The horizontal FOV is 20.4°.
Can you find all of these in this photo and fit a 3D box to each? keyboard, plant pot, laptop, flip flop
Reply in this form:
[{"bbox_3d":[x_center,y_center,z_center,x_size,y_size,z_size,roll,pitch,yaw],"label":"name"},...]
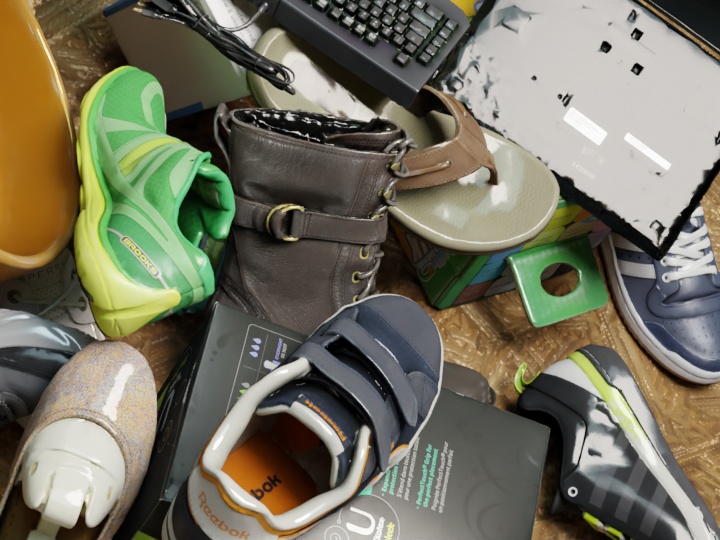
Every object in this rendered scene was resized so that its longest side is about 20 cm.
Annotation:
[{"bbox_3d":[-0.046,-0.159,1.117,0.199,0.021,0.127,34,61,4],"label":"keyboard"},{"bbox_3d":[-0.275,-0.068,1.043,0.201,0.182,0.201,55,24,-39],"label":"plant pot"},{"bbox_3d":[0.157,-0.129,1.247,0.177,0.103,0.201,34,80,0],"label":"laptop"},{"bbox_3d":[0.027,-0.078,1.134,0.199,0.058,0.081,34,68,-12],"label":"flip flop"}]

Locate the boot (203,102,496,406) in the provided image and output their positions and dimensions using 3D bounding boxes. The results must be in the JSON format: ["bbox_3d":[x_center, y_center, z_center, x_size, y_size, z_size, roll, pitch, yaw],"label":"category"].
[{"bbox_3d":[0.000,0.000,1.115,0.198,0.175,0.069,12,26,-8],"label":"boot"}]

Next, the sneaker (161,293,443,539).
[{"bbox_3d":[-0.013,0.072,0.974,0.078,0.080,0.200,39,53,4],"label":"sneaker"}]

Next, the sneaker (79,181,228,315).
[{"bbox_3d":[-0.099,-0.005,1.186,0.199,0.077,0.080,32,81,-7],"label":"sneaker"}]

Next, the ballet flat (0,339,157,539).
[{"bbox_3d":[-0.155,0.132,0.999,0.068,0.067,0.201,22,95,-7],"label":"ballet flat"}]

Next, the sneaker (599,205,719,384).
[{"bbox_3d":[0.207,-0.033,1.302,0.070,0.109,0.201,-9,65,-27],"label":"sneaker"}]

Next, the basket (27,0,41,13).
[{"bbox_3d":[-0.247,-0.208,1.184,0.142,0.149,0.201,20,53,-11],"label":"basket"}]

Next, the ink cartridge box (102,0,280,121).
[{"bbox_3d":[-0.039,-0.180,1.232,0.199,0.144,0.085,-33,102,-26],"label":"ink cartridge box"}]

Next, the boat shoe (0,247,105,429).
[{"bbox_3d":[-0.188,0.013,1.123,0.070,0.069,0.201,-24,73,-34],"label":"boat shoe"}]

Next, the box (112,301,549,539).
[{"bbox_3d":[-0.022,0.131,1.074,0.198,0.149,0.125,20,55,-11],"label":"box"}]

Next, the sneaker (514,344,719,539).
[{"bbox_3d":[0.155,0.142,1.213,0.082,0.072,0.201,-25,70,-8],"label":"sneaker"}]

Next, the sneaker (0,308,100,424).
[{"bbox_3d":[-0.225,0.084,1.044,0.198,0.076,0.115,3,64,6],"label":"sneaker"}]

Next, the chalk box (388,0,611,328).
[{"bbox_3d":[0.094,-0.063,1.261,0.124,0.124,0.201,-16,68,-30],"label":"chalk box"}]

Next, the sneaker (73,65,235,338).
[{"bbox_3d":[-0.108,-0.038,1.067,0.083,0.075,0.201,-10,40,0],"label":"sneaker"}]
